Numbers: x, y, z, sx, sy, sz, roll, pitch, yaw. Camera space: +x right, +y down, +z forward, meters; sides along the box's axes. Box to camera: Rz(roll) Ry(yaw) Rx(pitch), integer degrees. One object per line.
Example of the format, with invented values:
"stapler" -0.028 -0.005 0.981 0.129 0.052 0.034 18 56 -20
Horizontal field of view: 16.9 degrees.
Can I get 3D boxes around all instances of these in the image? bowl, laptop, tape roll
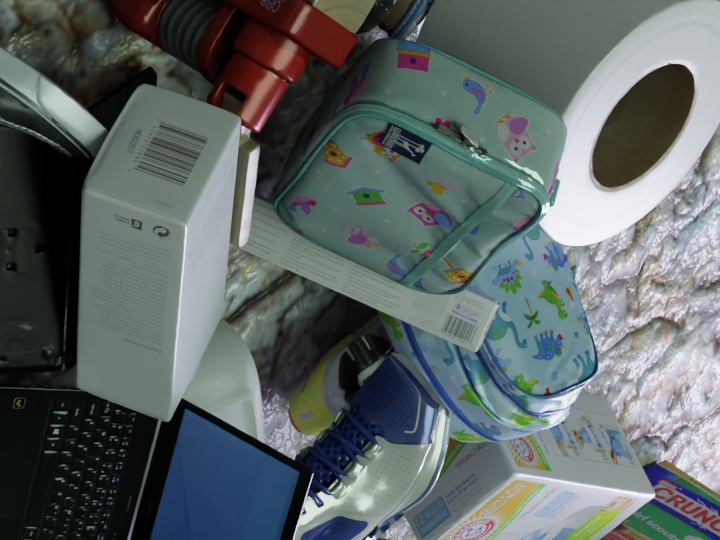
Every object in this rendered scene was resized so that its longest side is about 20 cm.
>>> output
"bowl" -0.143 0.149 1.717 0.199 0.074 0.201 -24 126 -35
"laptop" -0.224 -0.034 1.571 0.199 0.103 0.178 -2 114 -18
"tape roll" 0.150 -0.137 1.691 0.202 0.139 0.203 -33 145 -27
"laptop" -0.159 0.177 1.593 0.199 0.103 0.178 4 116 -27

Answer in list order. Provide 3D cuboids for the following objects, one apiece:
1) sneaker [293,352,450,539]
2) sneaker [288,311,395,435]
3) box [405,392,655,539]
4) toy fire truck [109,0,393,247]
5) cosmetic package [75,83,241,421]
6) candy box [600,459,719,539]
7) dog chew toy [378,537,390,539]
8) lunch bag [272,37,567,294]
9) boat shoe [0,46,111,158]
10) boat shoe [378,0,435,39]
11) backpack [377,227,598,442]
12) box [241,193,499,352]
"sneaker" -0.027 0.154 1.704 0.115 0.081 0.200 10 118 -45
"sneaker" 0.010 0.072 1.847 0.200 0.090 0.078 -24 84 -54
"box" 0.125 0.162 1.952 0.112 0.102 0.199 -41 147 26
"toy fire truck" -0.089 -0.137 1.544 0.128 0.176 0.201 30 92 -50
"cosmetic package" -0.129 -0.009 1.519 0.201 0.074 0.102 102 10 -49
"candy box" 0.261 0.259 2.125 0.199 0.169 0.077 -14 124 -42
"dog chew toy" -0.002 0.313 1.923 0.124 0.124 0.201 -11 127 -43
"lunch bag" 0.041 -0.063 1.593 0.160 0.200 0.077 28 61 -10
"boat shoe" -0.242 -0.110 1.436 0.199 0.074 0.068 32 87 -28
"boat shoe" 0.037 -0.260 1.687 0.072 0.072 0.201 20 78 -14
"backpack" 0.088 0.029 1.788 0.163 0.153 0.201 -14 99 -50
"box" 0.000 0.000 1.703 0.039 0.199 0.042 -15 128 -85
